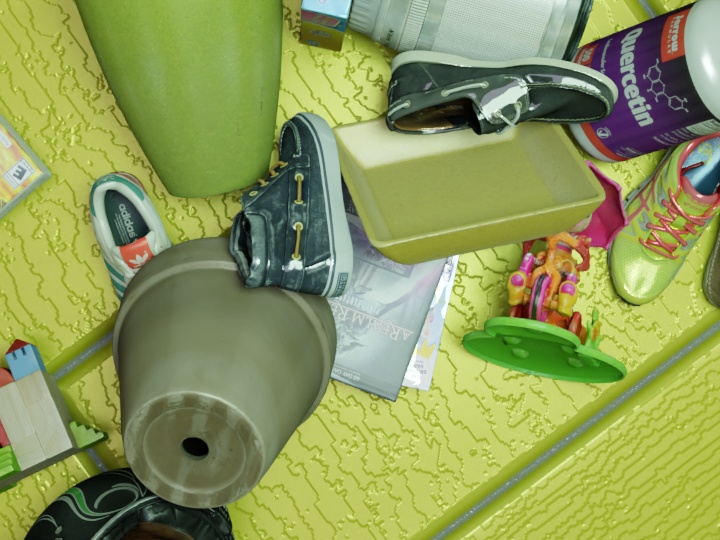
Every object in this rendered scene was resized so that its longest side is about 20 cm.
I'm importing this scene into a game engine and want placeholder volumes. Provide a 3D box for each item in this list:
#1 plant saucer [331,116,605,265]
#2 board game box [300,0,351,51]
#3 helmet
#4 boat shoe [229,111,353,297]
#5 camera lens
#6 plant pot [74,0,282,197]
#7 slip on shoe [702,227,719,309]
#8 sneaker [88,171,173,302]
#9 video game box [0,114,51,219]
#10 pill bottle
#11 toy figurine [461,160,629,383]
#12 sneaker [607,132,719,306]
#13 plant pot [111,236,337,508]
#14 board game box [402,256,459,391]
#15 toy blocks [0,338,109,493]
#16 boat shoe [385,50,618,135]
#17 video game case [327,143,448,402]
[{"bbox_3d":[0.085,-0.074,1.298,0.198,0.201,0.049,-11,125,-7],"label":"plant saucer"},{"bbox_3d":[-0.017,-0.280,1.312,0.040,0.200,0.155,12,91,-2],"label":"board game box"},{"bbox_3d":[-0.207,0.268,1.315,0.198,0.190,0.202,4,81,-29],"label":"helmet"},{"bbox_3d":[-0.066,-0.064,1.287,0.090,0.071,0.201,5,46,-19],"label":"boat shoe"},{"bbox_3d":[0.102,-0.258,1.337,0.198,0.160,0.161,15,90,-3],"label":"camera lens"},{"bbox_3d":[-0.144,-0.173,1.330,0.185,0.187,0.202,-11,106,-2],"label":"plant pot"},{"bbox_3d":[0.370,-0.059,1.400,0.075,0.061,0.202,21,90,-2],"label":"slip on shoe"},{"bbox_3d":[-0.194,0.005,1.360,0.070,0.093,0.201,-22,91,-2],"label":"sneaker"},{"bbox_3d":[-0.414,-0.103,1.374,0.182,0.047,0.200,-41,92,1],"label":"video game box"},{"bbox_3d":[0.278,-0.169,1.321,0.112,0.199,0.114,13,70,-40],"label":"pill bottle"},{"bbox_3d":[0.175,-0.014,1.345,0.149,0.200,0.186,8,77,18],"label":"toy figurine"},{"bbox_3d":[0.287,-0.058,1.377,0.078,0.090,0.201,24,99,-5],"label":"sneaker"},{"bbox_3d":[-0.126,0.100,1.276,0.198,0.174,0.202,3,121,5],"label":"plant pot"},{"bbox_3d":[-0.019,0.023,1.397,0.198,0.034,0.136,13,90,-3],"label":"board game box"},{"bbox_3d":[-0.346,0.129,1.364,0.199,0.100,0.138,-24,80,-2],"label":"toy blocks"},{"bbox_3d":[0.119,-0.141,1.299,0.198,0.072,0.068,4,59,11],"label":"boat shoe"},{"bbox_3d":[0.000,0.000,1.372,0.142,0.019,0.202,20,89,-2],"label":"video game case"}]
